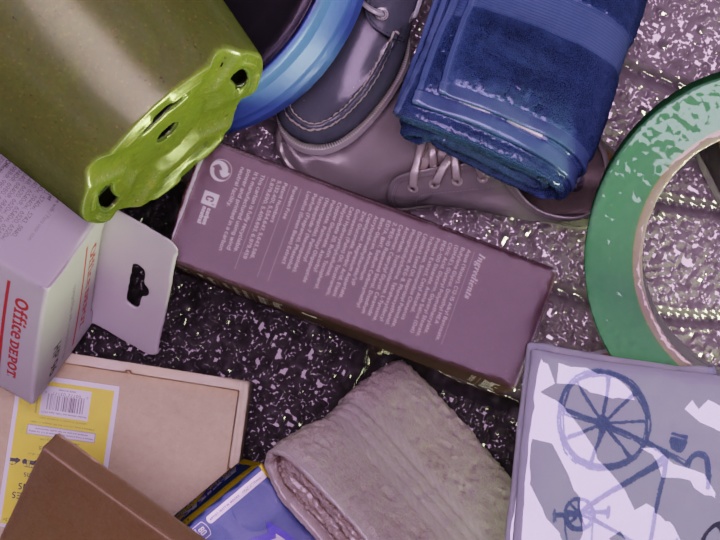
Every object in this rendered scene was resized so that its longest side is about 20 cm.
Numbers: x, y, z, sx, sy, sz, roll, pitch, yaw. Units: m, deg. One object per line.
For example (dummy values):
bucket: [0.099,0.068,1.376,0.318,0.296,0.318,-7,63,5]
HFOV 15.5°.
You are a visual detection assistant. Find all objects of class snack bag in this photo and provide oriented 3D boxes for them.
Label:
snack bag: [0.173,0.139,1.361,0.199,0.021,0.189,6,78,-3]

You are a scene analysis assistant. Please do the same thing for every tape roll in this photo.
tape roll: [0.218,-0.008,1.402,0.200,0.048,0.201,1,97,6]

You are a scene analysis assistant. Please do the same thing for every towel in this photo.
towel: [0.049,0.146,1.413,0.200,0.132,0.034,48,127,6]
towel: [0.097,-0.143,1.434,0.111,0.049,0.201,23,65,-5]

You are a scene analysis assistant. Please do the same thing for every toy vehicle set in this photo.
toy vehicle set: [-0.166,0.107,1.455,0.199,0.027,0.125,9,86,0]

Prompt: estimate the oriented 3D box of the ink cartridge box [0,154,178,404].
ink cartridge box: [-0.203,-0.008,1.402,0.199,0.116,0.068,27,55,8]

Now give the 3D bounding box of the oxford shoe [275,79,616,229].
oxford shoe: [0.052,-0.065,1.457,0.199,0.058,0.076,11,87,1]

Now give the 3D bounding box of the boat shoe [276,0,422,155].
boat shoe: [0.003,-0.160,1.446,0.073,0.062,0.201,23,76,16]

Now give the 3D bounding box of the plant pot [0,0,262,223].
plant pot: [-0.155,-0.130,1.342,0.200,0.200,0.190,-42,78,-4]

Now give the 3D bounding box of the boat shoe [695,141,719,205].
boat shoe: [0.251,-0.012,1.453,0.072,0.060,0.202,-32,87,-6]

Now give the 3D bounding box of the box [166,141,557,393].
box: [0.000,0.000,1.430,0.199,0.100,0.075,19,86,2]

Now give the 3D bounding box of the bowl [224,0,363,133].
bowl: [-0.091,-0.173,1.433,0.200,0.039,0.202,-4,80,22]

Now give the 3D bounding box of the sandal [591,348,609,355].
sandal: [0.170,0.138,1.441,0.079,0.059,0.207,-22,86,-3]

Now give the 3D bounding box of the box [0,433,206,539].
box: [-0.108,0.198,1.391,0.200,0.021,0.164,35,128,8]

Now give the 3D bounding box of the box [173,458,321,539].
box: [-0.022,0.198,1.415,0.070,0.064,0.200,-39,95,-10]
